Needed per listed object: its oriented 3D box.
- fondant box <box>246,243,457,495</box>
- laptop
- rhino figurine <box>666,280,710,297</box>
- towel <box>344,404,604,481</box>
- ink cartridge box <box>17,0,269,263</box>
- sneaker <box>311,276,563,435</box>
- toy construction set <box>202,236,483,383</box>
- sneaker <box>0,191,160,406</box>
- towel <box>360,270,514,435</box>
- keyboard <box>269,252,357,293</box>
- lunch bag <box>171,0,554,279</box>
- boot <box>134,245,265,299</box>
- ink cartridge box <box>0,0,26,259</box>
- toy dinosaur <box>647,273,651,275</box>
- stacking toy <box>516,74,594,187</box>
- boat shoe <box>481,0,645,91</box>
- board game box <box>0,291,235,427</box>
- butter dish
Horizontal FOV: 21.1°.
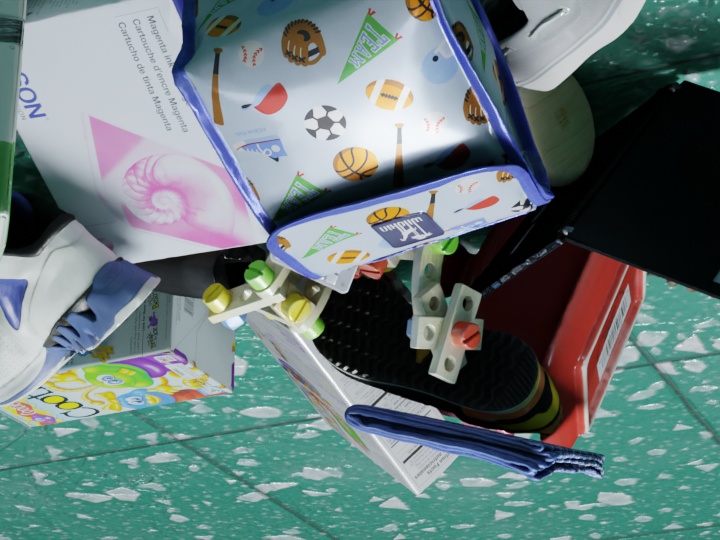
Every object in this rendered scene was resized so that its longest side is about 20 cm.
[{"bbox_3d":[-0.019,0.068,1.497,0.144,0.058,0.200,32,161,54],"label":"fondant box"},{"bbox_3d":[0.189,-0.032,1.277,0.103,0.177,0.200,45,144,-5],"label":"laptop"},{"bbox_3d":[0.313,-0.040,1.385,0.087,0.060,0.200,18,127,-28],"label":"rhino figurine"},{"bbox_3d":[0.082,0.119,1.320,0.144,0.024,0.200,12,177,19],"label":"towel"},{"bbox_3d":[-0.121,-0.098,1.233,0.199,0.043,0.197,-9,127,22],"label":"ink cartridge box"},{"bbox_3d":[0.051,0.069,1.339,0.200,0.070,0.090,19,162,37],"label":"sneaker"},{"bbox_3d":[0.000,0.000,1.291,0.199,0.131,0.092,15,152,34],"label":"toy construction set"},{"bbox_3d":[-0.222,0.008,1.299,0.115,0.081,0.199,49,140,-7],"label":"sneaker"},{"bbox_3d":[0.030,0.047,1.459,0.200,0.030,0.146,52,170,-22],"label":"towel"},{"bbox_3d":[0.001,-0.084,1.218,0.056,0.201,0.011,22,-162,2],"label":"keyboard"},{"bbox_3d":[0.006,-0.091,1.145,0.169,0.124,0.200,-17,127,16],"label":"lunch bag"},{"bbox_3d":[-0.186,-0.009,1.381,0.199,0.066,0.165,14,-167,20],"label":"boot"},{"bbox_3d":[-0.267,-0.115,1.106,0.146,0.201,0.083,6,158,-11],"label":"ink cartridge box"},{"bbox_3d":[0.280,-0.030,1.466,0.088,0.048,0.200,11,150,-7],"label":"toy dinosaur"},{"bbox_3d":[0.061,-0.081,1.331,0.200,0.086,0.085,-14,152,43],"label":"stacking toy"},{"bbox_3d":[0.116,-0.171,1.147,0.068,0.072,0.200,9,163,-17],"label":"boat shoe"},{"bbox_3d":[-0.212,0.052,1.572,0.199,0.105,0.103,-11,153,23],"label":"board game box"},{"bbox_3d":[0.125,0.019,1.450,0.147,0.201,0.200,19,157,17],"label":"butter dish"}]
